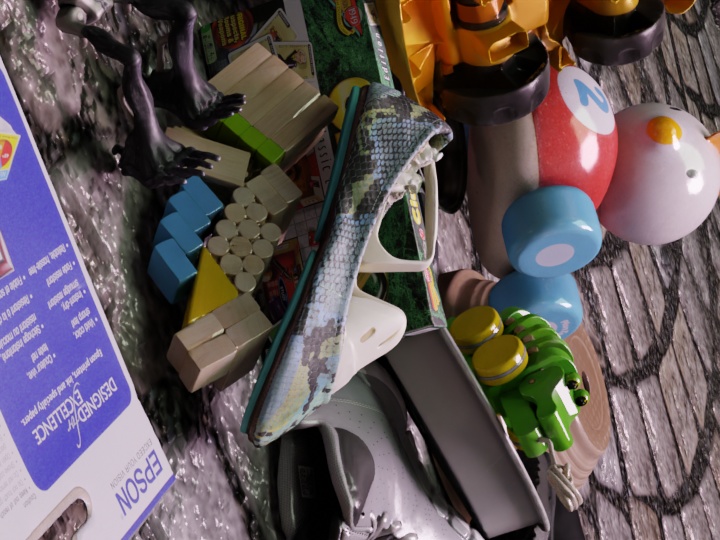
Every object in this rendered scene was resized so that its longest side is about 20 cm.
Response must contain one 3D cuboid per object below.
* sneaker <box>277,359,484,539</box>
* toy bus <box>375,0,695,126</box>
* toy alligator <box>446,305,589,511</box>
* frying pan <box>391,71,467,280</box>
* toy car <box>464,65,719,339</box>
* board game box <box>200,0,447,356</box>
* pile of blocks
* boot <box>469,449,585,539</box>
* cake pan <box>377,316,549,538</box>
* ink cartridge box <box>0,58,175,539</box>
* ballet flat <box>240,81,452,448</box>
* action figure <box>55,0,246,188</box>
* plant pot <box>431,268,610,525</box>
[{"bbox_3d":[0.007,0.153,0.916,0.201,0.075,0.115,60,28,-8],"label":"sneaker"},{"bbox_3d":[0.077,-0.199,1.006,0.192,0.198,0.137,48,-22,50],"label":"toy bus"},{"bbox_3d":[0.097,0.063,0.905,0.060,0.054,0.200,60,-2,-28],"label":"toy alligator"},{"bbox_3d":[0.044,-0.056,1.056,0.115,0.031,0.192,32,52,-63],"label":"frying pan"},{"bbox_3d":[0.172,-0.073,1.115,0.178,0.197,0.186,92,-11,-58],"label":"toy car"},{"bbox_3d":[-0.023,-0.054,0.922,0.023,0.104,0.202,12,64,-67],"label":"board game box"},{"bbox_3d":[-0.073,-0.022,0.858,0.062,0.081,0.202,118,-11,-54],"label":"pile of blocks"},{"bbox_3d":[0.147,0.223,1.056,0.157,0.079,0.212,29,39,-23],"label":"boot"},{"bbox_3d":[0.046,0.074,0.989,0.202,0.036,0.200,60,-3,5],"label":"cake pan"},{"bbox_3d":[-0.155,0.036,0.620,0.198,0.047,0.202,-51,124,-66],"label":"ink cartridge box"},{"bbox_3d":[0.000,0.000,0.839,0.074,0.074,0.202,42,61,-53],"label":"ballet flat"},{"bbox_3d":[-0.112,-0.146,0.773,0.201,0.101,0.119,65,35,-27],"label":"action figure"},{"bbox_3d":[0.118,0.090,1.187,0.201,0.092,0.203,47,34,-47],"label":"plant pot"}]
